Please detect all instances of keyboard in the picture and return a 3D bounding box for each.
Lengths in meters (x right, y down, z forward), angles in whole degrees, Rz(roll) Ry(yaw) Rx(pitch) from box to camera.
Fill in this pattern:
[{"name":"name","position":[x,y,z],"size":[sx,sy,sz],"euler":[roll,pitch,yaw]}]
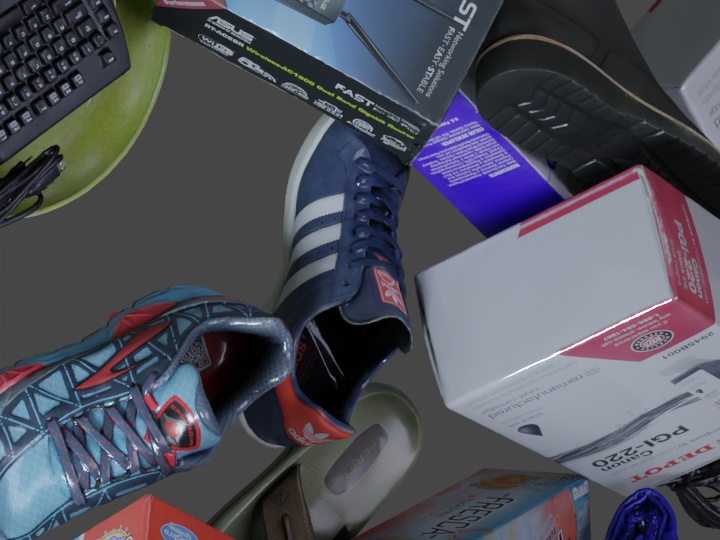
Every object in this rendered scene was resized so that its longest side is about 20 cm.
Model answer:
[{"name":"keyboard","position":[-0.175,-0.064,1.258],"size":[0.200,0.040,0.104],"euler":[-40,117,-30]}]

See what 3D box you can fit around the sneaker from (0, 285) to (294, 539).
[{"name":"sneaker","position":[-0.114,0.067,1.323],"size":[0.200,0.095,0.079],"euler":[-38,116,-32]}]

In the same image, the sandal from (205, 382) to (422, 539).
[{"name":"sandal","position":[-0.029,0.139,1.424],"size":[0.080,0.057,0.201],"euler":[49,66,-31]}]

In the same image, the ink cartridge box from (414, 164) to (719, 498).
[{"name":"ink cartridge box","position":[0.145,0.038,1.455],"size":[0.200,0.145,0.085],"euler":[27,43,-52]}]

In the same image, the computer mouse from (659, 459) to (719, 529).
[{"name":"computer mouse","position":[0.245,0.071,1.597],"size":[0.138,0.200,0.053],"euler":[34,36,-37]}]

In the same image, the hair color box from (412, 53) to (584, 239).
[{"name":"hair color box","position":[0.076,-0.085,1.470],"size":[0.200,0.065,0.109],"euler":[42,42,-34]}]

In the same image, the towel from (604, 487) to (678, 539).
[{"name":"towel","position":[0.146,0.232,1.536],"size":[0.148,0.049,0.200],"euler":[-51,150,-24]}]

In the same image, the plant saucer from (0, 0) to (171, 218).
[{"name":"plant saucer","position":[-0.177,-0.124,1.297],"size":[0.200,0.031,0.201],"euler":[-3,95,-41]}]

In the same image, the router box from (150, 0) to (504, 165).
[{"name":"router box","position":[0.008,-0.175,1.345],"size":[0.150,0.062,0.200],"euler":[28,71,-5]}]

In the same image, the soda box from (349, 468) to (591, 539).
[{"name":"soda box","position":[0.054,0.158,1.450],"size":[0.200,0.068,0.064],"euler":[-21,110,-59]}]

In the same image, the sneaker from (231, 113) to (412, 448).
[{"name":"sneaker","position":[0.000,0.000,1.423],"size":[0.075,0.084,0.200],"euler":[25,77,-39]}]

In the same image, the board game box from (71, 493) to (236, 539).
[{"name":"board game box","position":[-0.077,0.191,1.319],"size":[0.200,0.153,0.040],"euler":[31,43,-32]}]

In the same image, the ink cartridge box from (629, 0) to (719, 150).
[{"name":"ink cartridge box","position":[0.241,-0.077,1.624],"size":[0.145,0.083,0.200],"euler":[-48,122,-27]}]

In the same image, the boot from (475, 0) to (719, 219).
[{"name":"boot","position":[0.137,-0.111,1.453],"size":[0.200,0.077,0.139],"euler":[37,41,-42]}]
